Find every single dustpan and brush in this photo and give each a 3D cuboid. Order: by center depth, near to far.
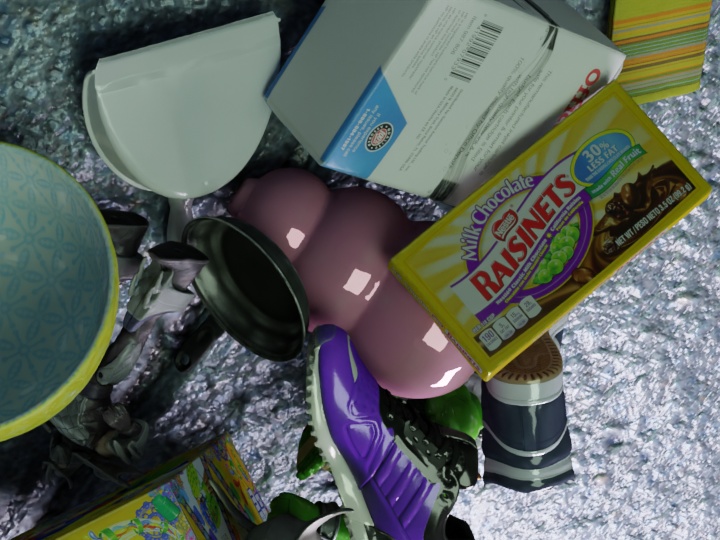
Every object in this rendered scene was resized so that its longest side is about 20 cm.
[{"bbox_3d":[-0.117,-0.074,1.597,0.139,0.057,0.200,-18,122,-24],"label":"dustpan and brush"}]

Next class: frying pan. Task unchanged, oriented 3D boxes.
[{"bbox_3d":[-0.077,0.033,1.627,0.031,0.115,0.190,-39,153,-30],"label":"frying pan"}]

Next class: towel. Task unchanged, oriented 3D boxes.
[{"bbox_3d":[0.212,-0.208,1.684,0.086,0.018,0.200,-14,126,-24],"label":"towel"}]

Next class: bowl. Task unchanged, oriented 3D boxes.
[{"bbox_3d":[-0.242,0.028,1.533,0.200,0.200,0.108,-30,158,-4],"label":"bowl"}]

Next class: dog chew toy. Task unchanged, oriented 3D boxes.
[{"bbox_3d":[0.000,0.000,1.641,0.200,0.125,0.125,33,106,-7],"label":"dog chew toy"}]

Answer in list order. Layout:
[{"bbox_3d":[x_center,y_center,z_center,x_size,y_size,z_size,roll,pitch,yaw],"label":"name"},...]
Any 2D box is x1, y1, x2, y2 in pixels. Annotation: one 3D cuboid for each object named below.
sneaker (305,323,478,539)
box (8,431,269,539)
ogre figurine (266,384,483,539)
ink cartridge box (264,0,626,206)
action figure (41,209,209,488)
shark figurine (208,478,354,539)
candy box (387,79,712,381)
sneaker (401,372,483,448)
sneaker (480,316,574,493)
[{"bbox_3d":[0.027,0.116,1.610,0.099,0.070,0.200,-14,115,8],"label":"sneaker"},{"bbox_3d":[-0.167,0.220,1.634,0.200,0.193,0.122,-27,91,10],"label":"box"},{"bbox_3d":[0.022,0.125,1.719,0.120,0.200,0.098,34,134,-17],"label":"ogre figurine"},{"bbox_3d":[0.059,-0.127,1.595,0.200,0.084,0.145,15,116,-46],"label":"ink cartridge box"},{"bbox_3d":[-0.178,0.060,1.611,0.069,0.130,0.200,-14,131,-58],"label":"action figure"},{"bbox_3d":[-0.038,0.191,1.553,0.089,0.214,0.128,-29,105,9],"label":"shark figurine"},{"bbox_3d":[0.125,-0.028,1.589,0.200,0.102,0.026,-39,169,-12],"label":"candy box"},{"bbox_3d":[0.044,0.136,1.810,0.075,0.081,0.200,30,89,-4],"label":"sneaker"},{"bbox_3d":[0.117,0.088,1.721,0.070,0.200,0.109,-4,109,5],"label":"sneaker"}]
